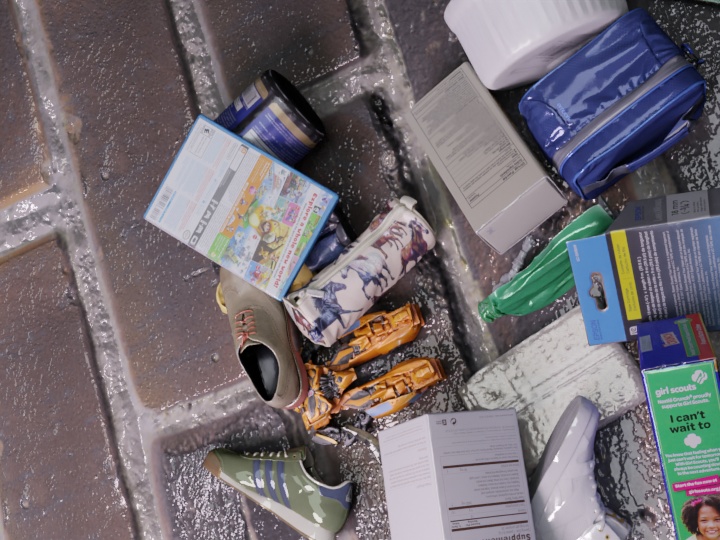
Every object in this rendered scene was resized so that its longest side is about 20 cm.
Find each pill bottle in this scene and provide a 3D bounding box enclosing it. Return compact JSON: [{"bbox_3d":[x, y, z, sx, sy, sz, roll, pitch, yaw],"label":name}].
[{"bbox_3d":[-0.149,-0.147,1.363,0.199,0.112,0.112,-41,72,12],"label":"pill bottle"}]

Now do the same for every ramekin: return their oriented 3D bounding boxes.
[{"bbox_3d":[0.202,-0.284,1.206,0.198,0.200,0.099,-26,83,16],"label":"ramekin"}]

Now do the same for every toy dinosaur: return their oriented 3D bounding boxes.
[{"bbox_3d":[0.065,0.247,1.258,0.087,0.047,0.202,-30,89,-19],"label":"toy dinosaur"}]

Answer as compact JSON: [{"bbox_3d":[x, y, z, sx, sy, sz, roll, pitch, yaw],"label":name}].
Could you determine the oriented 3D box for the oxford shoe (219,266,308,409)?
[{"bbox_3d":[-0.123,0.068,1.286,0.070,0.075,0.202,-31,75,15],"label":"oxford shoe"}]

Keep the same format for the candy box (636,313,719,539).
[{"bbox_3d":[0.335,0.163,1.086,0.076,0.169,0.203,-13,99,16],"label":"candy box"}]

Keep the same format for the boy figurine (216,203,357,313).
[{"bbox_3d":[-0.101,-0.013,1.356,0.198,0.064,0.126,-31,80,12],"label":"boy figurine"}]

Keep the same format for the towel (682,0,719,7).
[{"bbox_3d":[0.388,-0.407,1.241,0.144,0.022,0.204,15,87,20],"label":"towel"}]

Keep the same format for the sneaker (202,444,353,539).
[{"bbox_3d":[-0.094,0.250,1.325,0.198,0.067,0.091,28,86,21],"label":"sneaker"}]

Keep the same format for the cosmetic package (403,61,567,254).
[{"bbox_3d":[0.141,-0.131,1.242,0.105,0.071,0.202,-37,55,15],"label":"cosmetic package"}]

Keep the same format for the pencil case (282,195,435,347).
[{"bbox_3d":[0.000,0.000,1.281,0.200,0.090,0.078,-43,62,-7],"label":"pencil case"}]

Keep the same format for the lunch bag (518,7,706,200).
[{"bbox_3d":[0.290,-0.178,1.189,0.199,0.136,0.133,-37,73,11],"label":"lunch bag"}]

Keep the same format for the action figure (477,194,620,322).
[{"bbox_3d":[0.212,-0.004,1.228,0.199,0.118,0.055,-38,49,21],"label":"action figure"}]

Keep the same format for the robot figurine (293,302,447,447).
[{"bbox_3d":[-0.003,0.125,1.304,0.198,0.058,0.147,-27,73,15],"label":"robot figurine"}]

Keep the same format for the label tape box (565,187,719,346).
[{"bbox_3d":[0.330,-0.004,1.151,0.196,0.064,0.146,-8,122,19],"label":"label tape box"}]

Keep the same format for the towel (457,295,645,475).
[{"bbox_3d":[0.220,0.138,1.233,0.198,0.034,0.134,-34,75,13],"label":"towel"}]

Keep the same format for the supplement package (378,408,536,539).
[{"bbox_3d":[0.106,0.262,1.168,0.121,0.118,0.204,-32,61,59],"label":"supplement package"}]

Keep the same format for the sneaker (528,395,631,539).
[{"bbox_3d":[0.248,0.241,1.177,0.114,0.074,0.203,20,109,4],"label":"sneaker"}]

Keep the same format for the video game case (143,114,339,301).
[{"bbox_3d":[-0.143,-0.076,1.292,0.198,0.018,0.145,30,90,7],"label":"video game case"}]
